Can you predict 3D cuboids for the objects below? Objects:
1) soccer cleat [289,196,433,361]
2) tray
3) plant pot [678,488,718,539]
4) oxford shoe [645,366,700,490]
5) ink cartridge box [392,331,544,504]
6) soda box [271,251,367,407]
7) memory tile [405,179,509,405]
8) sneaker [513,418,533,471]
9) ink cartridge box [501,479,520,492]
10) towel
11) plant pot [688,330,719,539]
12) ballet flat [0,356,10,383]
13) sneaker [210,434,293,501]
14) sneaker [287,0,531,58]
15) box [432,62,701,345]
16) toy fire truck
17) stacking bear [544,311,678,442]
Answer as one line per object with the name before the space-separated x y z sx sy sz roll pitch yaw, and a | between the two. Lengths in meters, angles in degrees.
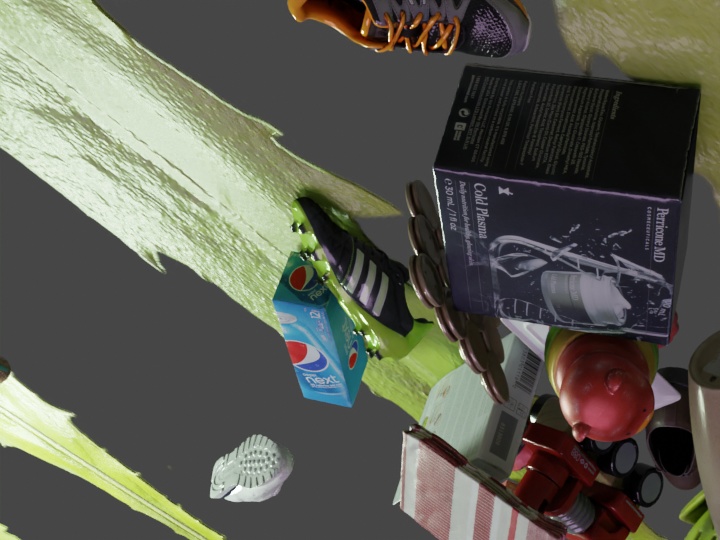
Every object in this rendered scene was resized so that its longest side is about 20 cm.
soccer cleat | 0.000 0.000 1.297 0.201 0.081 0.067 57 166 -16
tray | 0.220 0.084 1.288 0.200 0.022 0.107 43 145 -7
plant pot | 0.453 0.327 1.405 0.197 0.183 0.201 20 147 0
oxford shoe | 0.336 0.192 1.366 0.072 0.085 0.201 2 144 24
ink cartridge box | 0.117 0.172 1.386 0.047 0.161 0.200 29 147 -12
soda box | -0.042 0.068 1.410 0.063 0.068 0.201 9 146 17
memory tile | 0.090 0.021 1.197 0.017 0.154 0.201 -21 131 19
sneaker | 0.123 0.203 1.513 0.098 0.071 0.199 38 142 -25
ink cartridge box | 0.167 0.386 1.632 0.067 0.202 0.117 25 147 -8
towel | 0.121 0.254 1.294 0.199 0.023 0.145 33 142 29
plant pot | 0.394 0.155 1.215 0.186 0.188 0.201 -10 124 38
ballet flat | -0.567 0.163 1.848 0.065 0.071 0.199 23 154 -32
sneaker | -0.138 0.284 1.789 0.080 0.077 0.199 23 154 -25
sneaker | 0.033 -0.198 0.974 0.198 0.078 0.079 17 146 3
box | 0.175 -0.054 1.065 0.194 0.125 0.201 7 145 16
toy fire truck | 0.234 0.266 1.392 0.128 0.201 0.176 15 154 50
stacking bear | 0.221 0.089 1.149 0.113 0.200 0.122 36 110 -2
